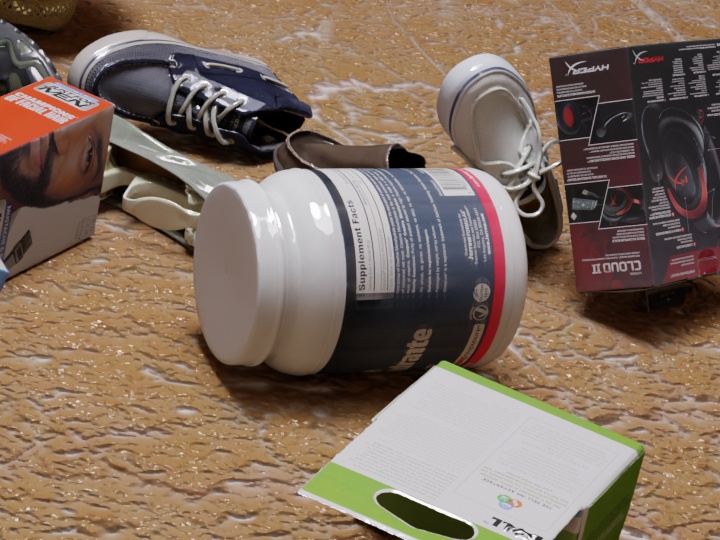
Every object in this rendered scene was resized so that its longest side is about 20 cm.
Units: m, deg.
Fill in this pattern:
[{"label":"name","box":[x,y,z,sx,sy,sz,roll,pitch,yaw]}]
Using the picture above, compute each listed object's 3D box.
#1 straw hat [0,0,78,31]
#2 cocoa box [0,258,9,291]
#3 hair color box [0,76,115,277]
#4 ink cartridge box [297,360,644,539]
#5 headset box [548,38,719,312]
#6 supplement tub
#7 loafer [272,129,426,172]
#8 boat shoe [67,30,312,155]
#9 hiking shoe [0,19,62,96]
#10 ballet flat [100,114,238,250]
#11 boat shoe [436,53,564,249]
[{"label":"straw hat","box":[-0.281,-0.254,2.145,0.201,0.085,0.201,7,32,-4]},{"label":"cocoa box","box":[-0.340,0.005,1.496,0.200,0.133,0.131,14,22,-33]},{"label":"hair color box","box":[-0.258,-0.053,1.719,0.064,0.111,0.200,23,29,21]},{"label":"ink cartridge box","box":[0.063,0.146,1.490,0.148,0.076,0.200,22,29,20]},{"label":"headset box","box":[0.223,-0.070,1.863,0.075,0.200,0.149,-5,4,40]},{"label":"supplement tub","box":[0.000,0.000,1.683,0.200,0.140,0.140,-1,29,-24]},{"label":"loafer","box":[0.021,-0.071,1.913,0.200,0.071,0.073,26,29,27]},{"label":"boat shoe","box":[-0.129,-0.138,1.969,0.200,0.075,0.093,-1,28,-39]},{"label":"hiking shoe","box":[-0.313,-0.156,1.964,0.200,0.076,0.101,41,77,18]},{"label":"ballet flat","box":[-0.172,-0.070,1.842,0.200,0.067,0.064,24,36,25]},{"label":"boat shoe","box":[0.117,-0.078,1.866,0.075,0.202,0.086,-32,54,-8]}]
